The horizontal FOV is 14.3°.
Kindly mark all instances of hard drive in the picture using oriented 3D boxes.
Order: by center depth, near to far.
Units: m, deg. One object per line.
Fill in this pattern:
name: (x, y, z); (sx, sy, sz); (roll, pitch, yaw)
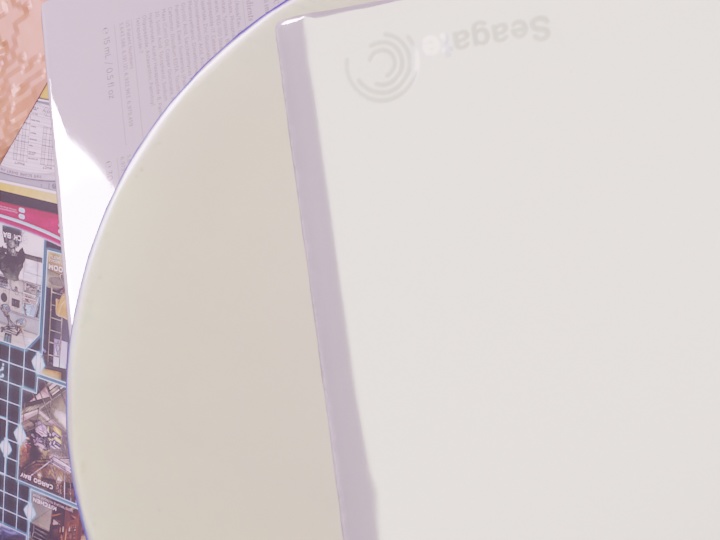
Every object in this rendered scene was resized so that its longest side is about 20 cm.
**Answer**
hard drive: (0.060, 0.038, 0.574); (0.131, 0.026, 0.201); (-9, 86, 15)

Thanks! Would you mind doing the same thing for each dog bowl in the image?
dog bowl: (0.039, 0.028, 0.634); (0.199, 0.079, 0.201); (-1, 88, 15)

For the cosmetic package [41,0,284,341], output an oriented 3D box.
cosmetic package: (0.000, 0.000, 0.749); (0.150, 0.052, 0.201); (-17, 60, 16)

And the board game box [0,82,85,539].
board game box: (-0.051, 0.045, 0.827); (0.200, 0.035, 0.136); (42, 106, 34)
